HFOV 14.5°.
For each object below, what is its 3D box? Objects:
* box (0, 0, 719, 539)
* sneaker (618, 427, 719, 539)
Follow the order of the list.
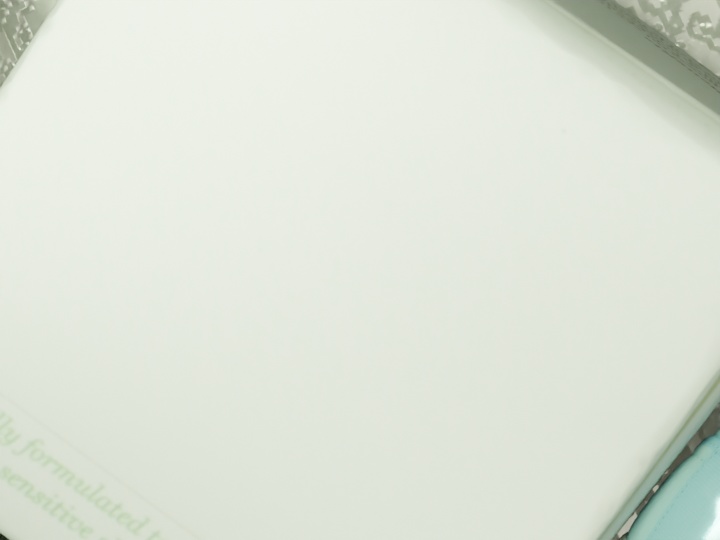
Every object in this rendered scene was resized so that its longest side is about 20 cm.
[{"bbox_3d":[0.000,0.000,0.787,0.199,0.171,0.200,36,99,4],"label":"box"},{"bbox_3d":[0.148,0.080,0.765,0.074,0.200,0.082,45,110,34],"label":"sneaker"}]
